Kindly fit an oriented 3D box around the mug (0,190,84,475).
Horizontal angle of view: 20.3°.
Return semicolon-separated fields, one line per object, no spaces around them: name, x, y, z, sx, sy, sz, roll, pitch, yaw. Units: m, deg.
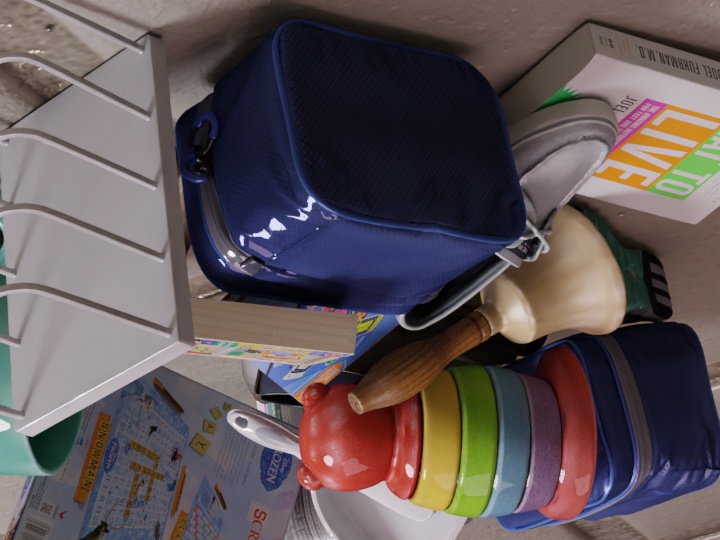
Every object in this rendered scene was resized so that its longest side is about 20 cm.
mug;-0.256;0.042;1.344;0.114;0.187;0.152;1;177;10

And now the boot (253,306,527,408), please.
boot;0.017;0.067;1.464;0.199;0.098;0.075;12;164;9

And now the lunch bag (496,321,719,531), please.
lunch bag;0.169;0.124;1.564;0.132;0.137;0.200;-4;163;-29

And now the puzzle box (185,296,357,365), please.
puzzle box;-0.080;0.039;1.262;0.132;0.026;0.200;6;174;-8

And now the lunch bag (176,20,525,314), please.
lunch bag;-0.018;-0.053;1.211;0.199;0.137;0.132;11;147;-34

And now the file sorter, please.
file sorter;-0.191;-0.036;1.124;0.138;0.201;0.124;-28;146;32

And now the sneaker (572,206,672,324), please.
sneaker;0.163;0.012;1.523;0.087;0.075;0.200;-18;156;26

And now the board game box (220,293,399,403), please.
board game box;0.000;0.000;1.373;0.200;0.019;0.103;-40;124;13

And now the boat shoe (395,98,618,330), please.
boat shoe;0.093;-0.030;1.301;0.201;0.072;0.070;-38;138;26

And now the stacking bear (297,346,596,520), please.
stacking bear;0.054;0.117;1.397;0.198;0.122;0.114;2;-171;-11

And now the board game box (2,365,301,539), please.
board game box;-0.151;0.175;1.506;0.199;0.201;0.041;26;145;-13

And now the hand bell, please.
hand bell;0.073;0.041;1.363;0.199;0.104;0.104;-29;164;-25

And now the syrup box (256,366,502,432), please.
syrup box;0.017;0.107;1.653;0.199;0.079;0.081;1;153;-24

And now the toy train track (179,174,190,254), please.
toy train track;-0.079;-0.055;1.332;0.199;0.033;0.115;-6;148;-25

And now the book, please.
book;0.188;-0.099;1.336;0.199;0.048;0.134;11;147;-32

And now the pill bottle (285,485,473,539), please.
pill bottle;-0.011;0.197;1.604;0.199;0.111;0.111;-24;152;26

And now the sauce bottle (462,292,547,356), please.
sauce bottle;0.099;0.015;1.511;0.064;0.065;0.200;-18;155;15

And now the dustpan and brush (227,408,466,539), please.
dustpan and brush;-0.007;0.145;1.491;0.199;0.057;0.140;28;106;-3

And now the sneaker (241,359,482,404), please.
sneaker;0.003;0.069;1.565;0.199;0.071;0.080;3;141;-8
